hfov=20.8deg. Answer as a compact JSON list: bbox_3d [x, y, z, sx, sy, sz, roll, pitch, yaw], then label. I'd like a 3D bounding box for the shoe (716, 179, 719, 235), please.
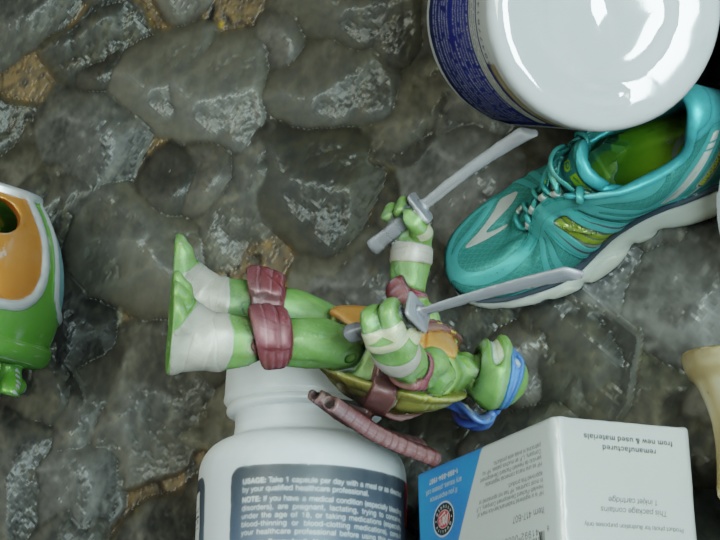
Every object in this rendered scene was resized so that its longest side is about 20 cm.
[{"bbox_3d":[0.234,-0.080,0.990,0.071,0.091,0.201,14,114,49],"label":"shoe"}]

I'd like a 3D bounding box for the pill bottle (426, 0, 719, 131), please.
[{"bbox_3d":[0.099,-0.134,1.030,0.200,0.119,0.120,-155,87,-78],"label":"pill bottle"}]

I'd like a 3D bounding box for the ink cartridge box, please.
[{"bbox_3d":[0.098,0.187,0.973,0.146,0.084,0.201,-31,56,58],"label":"ink cartridge box"}]

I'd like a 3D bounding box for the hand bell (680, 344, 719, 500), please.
[{"bbox_3d":[0.191,0.144,0.924,0.104,0.104,0.201,-1,73,38],"label":"hand bell"}]

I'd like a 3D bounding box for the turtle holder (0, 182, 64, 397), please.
[{"bbox_3d":[-0.260,0.007,1.324,0.140,0.186,0.133,15,86,8],"label":"turtle holder"}]

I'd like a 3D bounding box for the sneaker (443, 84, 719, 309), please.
[{"bbox_3d":[0.121,-0.046,1.060,0.199,0.079,0.078,-31,59,28],"label":"sneaker"}]

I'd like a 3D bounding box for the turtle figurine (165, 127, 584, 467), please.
[{"bbox_3d":[0.000,0.000,1.012,0.200,0.193,0.145,103,169,-52],"label":"turtle figurine"}]

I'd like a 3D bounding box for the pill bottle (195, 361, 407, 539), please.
[{"bbox_3d":[-0.033,0.149,1.096,0.119,0.119,0.201,-11,70,35],"label":"pill bottle"}]
